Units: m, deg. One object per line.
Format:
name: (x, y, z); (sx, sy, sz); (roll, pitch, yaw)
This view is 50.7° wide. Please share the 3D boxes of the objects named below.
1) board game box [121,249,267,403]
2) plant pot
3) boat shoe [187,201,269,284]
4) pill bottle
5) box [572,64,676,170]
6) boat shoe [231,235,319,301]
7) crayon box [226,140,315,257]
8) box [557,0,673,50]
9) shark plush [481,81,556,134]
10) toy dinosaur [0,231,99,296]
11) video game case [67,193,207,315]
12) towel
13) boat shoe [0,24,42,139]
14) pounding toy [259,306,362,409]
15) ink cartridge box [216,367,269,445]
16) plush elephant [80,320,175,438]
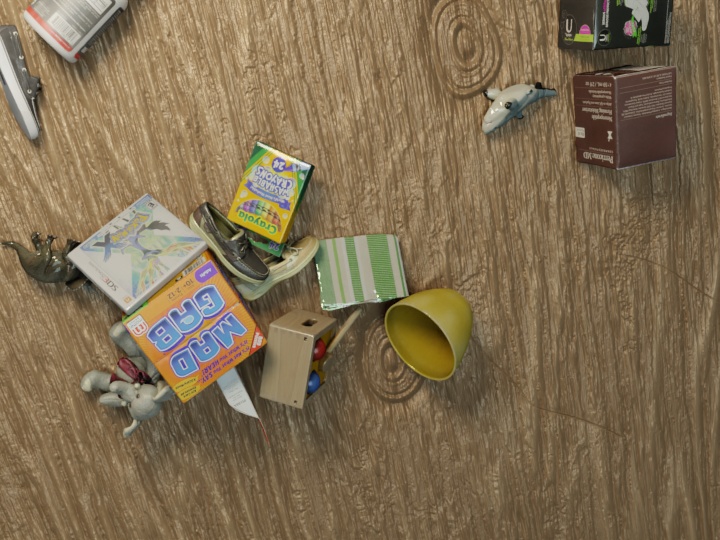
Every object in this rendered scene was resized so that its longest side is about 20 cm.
board game box: (-0.333, 0.092, 1.505); (0.198, 0.200, 0.202); (-35, 112, -6)
plant pot: (0.173, 0.121, 1.703); (0.141, 0.198, 0.203); (-39, 115, -33)
boat shoe: (-0.256, -0.055, 1.520); (0.200, 0.072, 0.066); (42, 122, -9)
pill bottle: (-0.487, -0.480, 1.347); (0.200, 0.116, 0.116); (-47, 113, -2)
box: (0.594, -0.349, 1.711); (0.161, 0.166, 0.204); (-12, 107, -15)
boat shoe: (-0.177, -0.016, 1.600); (0.199, 0.073, 0.064); (-34, 117, 1)
crayon box: (-0.187, -0.143, 1.545); (0.124, 0.052, 0.203); (23, 98, 6)
box: (0.552, -0.549, 1.653); (0.196, 0.148, 0.127); (-7, 108, -17)
shark plush: (0.349, -0.375, 1.700); (0.198, 0.090, 0.085); (-33, 134, -29)
toy dinosaur: (-0.593, -0.016, 1.459); (0.196, 0.077, 0.105); (12, 87, -25)
video game case: (-0.421, -0.036, 1.439); (0.200, 0.181, 0.022); (-44, 157, -25)
towel: (0.000, 0.000, 1.659); (0.196, 0.023, 0.156); (-7, 81, -15)
boat shoe: (-0.611, -0.343, 1.374); (0.066, 0.069, 0.204); (-28, 116, -29)
pounding toy: (-0.102, 0.170, 1.618); (0.139, 0.200, 0.188); (13, 103, 14)
ink cartridge box: (-0.260, 0.260, 1.596); (0.047, 0.160, 0.203); (-24, 111, -11)
plush elephant: (-0.452, 0.237, 1.526); (0.199, 0.155, 0.166); (37, 95, -24)
